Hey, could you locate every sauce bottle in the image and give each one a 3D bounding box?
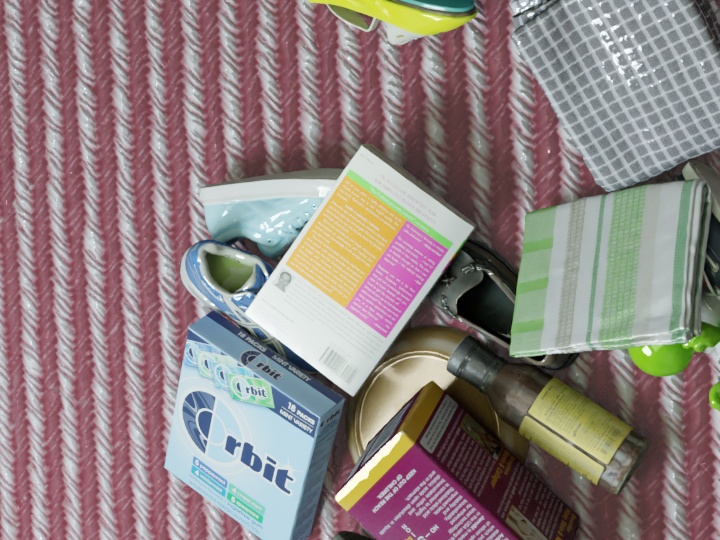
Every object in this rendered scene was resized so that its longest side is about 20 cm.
[{"bbox_3d":[0.172,0.129,1.619,0.200,0.065,0.065,35,109,15],"label":"sauce bottle"}]

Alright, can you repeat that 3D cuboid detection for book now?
[{"bbox_3d":[0.000,0.000,1.646,0.133,0.048,0.200,37,101,5],"label":"book"}]

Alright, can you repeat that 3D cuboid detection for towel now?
[{"bbox_3d":[0.240,-0.180,1.514,0.165,0.086,0.200,-24,114,29],"label":"towel"},{"bbox_3d":[0.221,0.002,1.541,0.199,0.031,0.150,-10,63,45],"label":"towel"}]

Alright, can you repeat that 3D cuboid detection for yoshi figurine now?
[{"bbox_3d":[0.317,0.079,1.525,0.199,0.112,0.113,29,113,25],"label":"yoshi figurine"}]

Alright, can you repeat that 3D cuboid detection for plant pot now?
[{"bbox_3d":[0.068,0.155,1.703,0.199,0.027,0.201,3,95,28],"label":"plant pot"}]

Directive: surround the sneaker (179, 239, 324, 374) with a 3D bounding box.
[{"bbox_3d":[-0.094,0.038,1.724,0.199,0.077,0.076,31,75,1],"label":"sneaker"}]

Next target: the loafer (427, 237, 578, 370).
[{"bbox_3d":[0.119,0.025,1.645,0.200,0.063,0.072,35,109,21],"label":"loafer"}]

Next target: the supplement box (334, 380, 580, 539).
[{"bbox_3d":[0.092,0.221,1.610,0.200,0.131,0.103,43,113,0],"label":"supplement box"}]

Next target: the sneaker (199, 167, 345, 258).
[{"bbox_3d":[-0.069,-0.056,1.739,0.199,0.074,0.082,-3,100,36],"label":"sneaker"}]

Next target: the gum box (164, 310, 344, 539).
[{"bbox_3d":[-0.111,0.165,1.746,0.169,0.044,0.201,33,131,21],"label":"gum box"}]

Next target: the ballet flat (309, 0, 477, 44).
[{"bbox_3d":[0.026,-0.257,1.679,0.199,0.067,0.067,25,126,26],"label":"ballet flat"}]

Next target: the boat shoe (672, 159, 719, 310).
[{"bbox_3d":[0.322,-0.009,1.510,0.062,0.075,0.201,-51,53,29],"label":"boat shoe"}]

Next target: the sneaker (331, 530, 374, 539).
[{"bbox_3d":[0.032,0.348,1.710,0.199,0.076,0.115,38,103,14],"label":"sneaker"}]
